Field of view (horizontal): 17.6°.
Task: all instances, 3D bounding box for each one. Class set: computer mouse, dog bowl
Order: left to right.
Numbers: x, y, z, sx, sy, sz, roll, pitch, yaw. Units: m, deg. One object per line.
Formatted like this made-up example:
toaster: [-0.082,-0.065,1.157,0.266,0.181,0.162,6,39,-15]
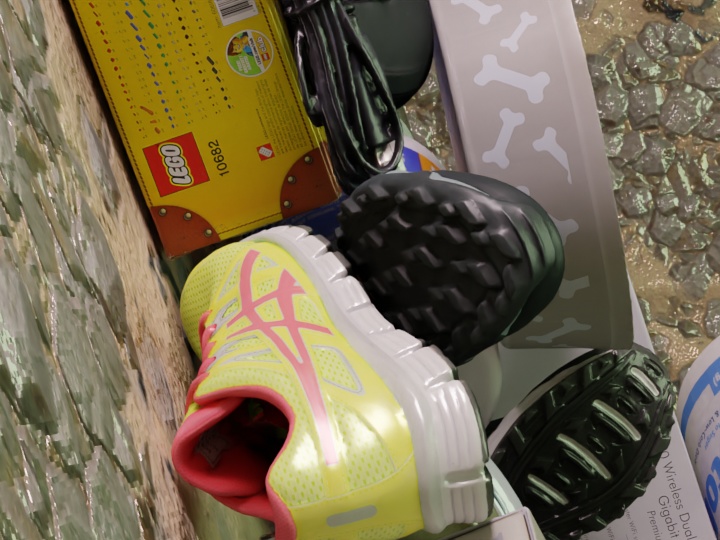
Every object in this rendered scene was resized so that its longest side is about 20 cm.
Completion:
computer mouse: [0.001,-0.103,0.951,0.200,0.053,0.139,-44,115,-84]
dog bowl: [0.072,-0.056,1.044,0.200,0.059,0.201,-13,90,-88]

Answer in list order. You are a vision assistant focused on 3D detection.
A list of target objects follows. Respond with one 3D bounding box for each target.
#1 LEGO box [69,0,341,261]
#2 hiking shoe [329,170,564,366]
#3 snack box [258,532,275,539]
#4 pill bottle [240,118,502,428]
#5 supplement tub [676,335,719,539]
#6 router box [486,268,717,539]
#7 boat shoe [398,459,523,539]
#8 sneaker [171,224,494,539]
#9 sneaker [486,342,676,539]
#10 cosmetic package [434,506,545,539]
LEGO box: [-0.074,-0.125,0.963,0.149,0.077,0.200,-91,162,-75]
hiking shoe: [0.036,-0.006,0.873,0.075,0.087,0.200,70,-21,0]
snack box: [0.019,0.212,0.906,0.142,0.053,0.200,63,11,-52]
pill bottle: [0.000,0.000,1.118,0.200,0.112,0.112,-100,170,-55]
supplement tub: [0.251,0.125,1.230,0.200,0.132,0.132,-104,173,-53]
router box: [0.078,0.094,1.231,0.049,0.179,0.200,-61,132,-84]
boat shoe: [-0.002,0.078,0.983,0.200,0.072,0.062,49,23,3]
sneaker: [-0.034,0.043,0.840,0.200,0.090,0.078,34,-40,60]
sneaker: [0.064,0.107,1.087,0.074,0.200,0.079,41,7,-20]
cosmetic package: [0.068,0.192,0.818,0.104,0.073,0.200,-97,162,-53]
